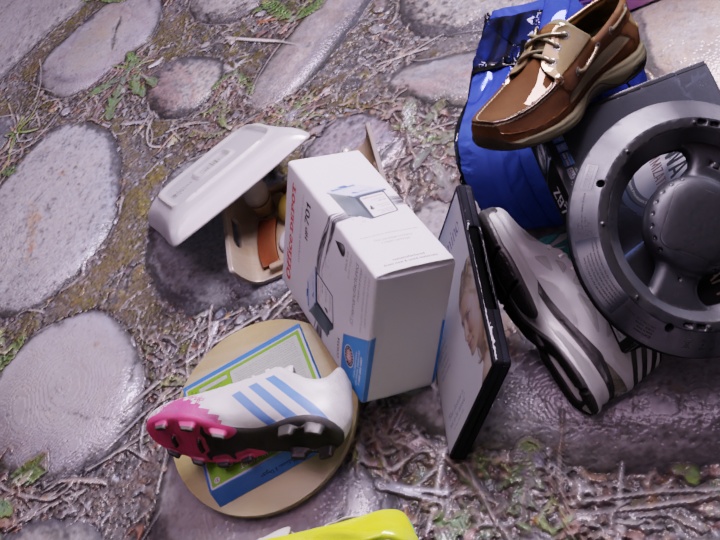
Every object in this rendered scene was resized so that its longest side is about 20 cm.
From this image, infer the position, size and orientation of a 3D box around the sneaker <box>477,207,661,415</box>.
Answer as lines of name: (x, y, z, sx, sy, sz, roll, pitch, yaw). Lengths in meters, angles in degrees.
sneaker: (0.190, 0.015, 0.809, 0.114, 0.076, 0.202, -28, 74, -11)

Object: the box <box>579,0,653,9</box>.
box: (0.314, -0.404, 1.036, 0.197, 0.177, 0.098, -19, 46, 12)

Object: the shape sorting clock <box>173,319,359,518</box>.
shape sorting clock: (-0.093, 0.141, 0.894, 0.197, 0.039, 0.202, -12, 53, 16)

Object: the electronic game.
electronic game: (0.257, -0.033, 0.713, 0.196, 0.042, 0.204, 1, 82, -4)

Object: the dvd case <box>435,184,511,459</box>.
dvd case: (0.089, 0.044, 0.818, 0.017, 0.144, 0.202, 3, 48, -10)

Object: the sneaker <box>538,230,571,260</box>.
sneaker: (0.239, -0.038, 0.842, 0.197, 0.080, 0.078, -19, 47, 13)

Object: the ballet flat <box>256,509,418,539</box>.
ballet flat: (-0.044, 0.244, 0.777, 0.197, 0.068, 0.067, -16, 26, 11)

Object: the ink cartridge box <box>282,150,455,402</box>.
ink cartridge box: (0.000, 0.000, 0.874, 0.085, 0.148, 0.200, -13, 40, -24)

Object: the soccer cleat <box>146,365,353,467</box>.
soccer cleat: (-0.098, 0.129, 0.843, 0.197, 0.070, 0.087, -3, 43, 18)

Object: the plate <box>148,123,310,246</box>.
plate: (-0.169, -0.116, 1.093, 0.199, 0.032, 0.199, -41, 22, -9)

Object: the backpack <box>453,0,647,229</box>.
backpack: (0.183, -0.147, 0.894, 0.166, 0.163, 0.202, -2, 55, 39)

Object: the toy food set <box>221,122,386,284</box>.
toy food set: (-0.064, -0.082, 1.047, 0.198, 0.061, 0.145, -24, 46, 9)

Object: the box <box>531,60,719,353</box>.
box: (0.253, -0.054, 0.764, 0.158, 0.044, 0.203, -19, 76, -4)

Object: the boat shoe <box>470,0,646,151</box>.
boat shoe: (0.159, -0.168, 0.754, 0.075, 0.075, 0.199, 15, 43, 45)
